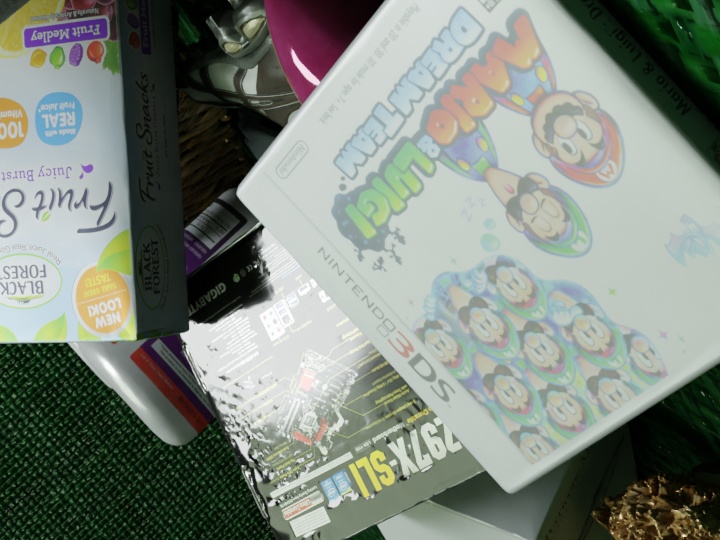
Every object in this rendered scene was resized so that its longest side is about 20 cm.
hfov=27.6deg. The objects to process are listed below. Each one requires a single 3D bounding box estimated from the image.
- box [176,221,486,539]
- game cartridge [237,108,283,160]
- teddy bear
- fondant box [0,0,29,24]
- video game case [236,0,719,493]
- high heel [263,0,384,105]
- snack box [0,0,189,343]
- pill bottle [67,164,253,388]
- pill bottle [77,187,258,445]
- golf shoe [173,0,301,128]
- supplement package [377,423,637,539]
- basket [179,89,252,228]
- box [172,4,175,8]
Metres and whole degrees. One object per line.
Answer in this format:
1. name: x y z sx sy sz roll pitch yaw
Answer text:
1. box: 0.004 0.037 0.724 0.200 0.049 0.160 -34 81 38
2. game cartridge: 0.003 -0.039 0.902 0.134 0.040 0.200 58 165 -28
3. teddy bear: 0.214 0.169 0.772 0.200 0.067 0.145 42 178 -1
4. fondant box: -0.184 -0.192 0.662 0.058 0.200 0.145 38 164 39
5. video game case: 0.055 -0.018 0.573 0.182 0.024 0.200 48 139 2
6. high heel: 0.038 -0.066 0.609 0.200 0.067 0.096 50 161 4
7. snack box: -0.164 -0.065 0.764 0.141 0.202 0.053 -2 -178 28
8. pill bottle: -0.165 -0.013 1.191 0.120 0.200 0.120 45 168 12
9. pill bottle: -0.096 0.020 1.039 0.112 0.200 0.113 45 170 10
10. golf shoe: -0.039 -0.098 0.754 0.095 0.078 0.200 49 170 -9
11. supplement package: 0.085 0.125 0.859 0.117 0.117 0.200 19 157 24
12. basket: -0.208 -0.088 1.090 0.149 0.200 0.143 41 164 36
13. box: -0.139 -0.087 0.895 0.200 0.049 0.161 -124 36 -83
